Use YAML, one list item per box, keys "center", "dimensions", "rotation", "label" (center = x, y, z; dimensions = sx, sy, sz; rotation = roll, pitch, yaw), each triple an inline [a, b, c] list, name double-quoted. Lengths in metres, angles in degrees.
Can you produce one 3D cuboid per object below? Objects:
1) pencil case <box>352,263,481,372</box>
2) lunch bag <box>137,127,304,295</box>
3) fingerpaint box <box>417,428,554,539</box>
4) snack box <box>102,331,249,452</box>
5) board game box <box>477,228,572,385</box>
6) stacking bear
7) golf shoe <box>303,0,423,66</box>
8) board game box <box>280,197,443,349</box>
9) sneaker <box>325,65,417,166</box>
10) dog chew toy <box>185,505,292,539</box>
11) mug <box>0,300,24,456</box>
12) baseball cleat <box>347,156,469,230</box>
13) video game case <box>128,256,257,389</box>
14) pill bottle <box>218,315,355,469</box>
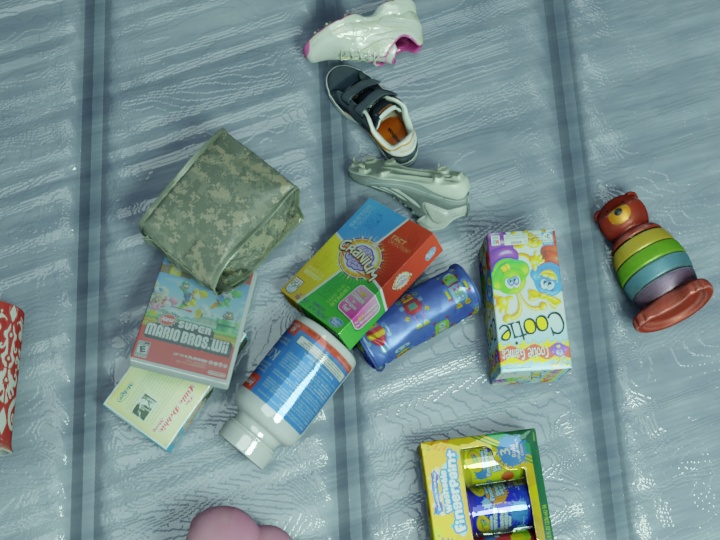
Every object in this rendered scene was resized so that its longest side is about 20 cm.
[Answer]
- center: [0.080, 0.073, 1.389]
  dimensions: [0.198, 0.087, 0.078]
  rotation: [-31, 53, -11]
  label: "pencil case"
- center: [-0.205, -0.074, 1.398]
  dimensions: [0.163, 0.118, 0.200]
  rotation: [37, 71, 17]
  label: "lunch bag"
- center: [0.173, 0.331, 1.320]
  dimensions: [0.164, 0.073, 0.203]
  rotation: [-6, 74, -3]
  label: "fingerpaint box"
- center: [-0.265, 0.146, 1.382]
  dimensions: [0.115, 0.037, 0.201]
  rotation: [33, 76, 9]
  label: "snack box"
- center: [0.234, 0.055, 1.383]
  dimensions: [0.101, 0.105, 0.203]
  rotation: [-4, 74, -1]
  label: "board game box"
- center: [0.418, -0.022, 1.408]
  dimensions: [0.121, 0.113, 0.202]
  rotation: [-34, 64, 20]
  label: "stacking bear"
- center: [0.008, -0.361, 1.513]
  dimensions: [0.198, 0.075, 0.093]
  rotation: [-22, 79, -6]
  label: "golf shoe"
- center: [0.000, 0.000, 1.387]
  dimensions: [0.200, 0.040, 0.152]
  rotation: [-46, 45, -12]
  label: "board game box"
- center: [0.020, -0.254, 1.480]
  dimensions: [0.078, 0.080, 0.200]
  rotation: [-40, 77, -10]
  label: "sneaker"
- center: [-0.141, 0.393, 1.278]
  dimensions: [0.197, 0.125, 0.126]
  rotation: [18, 74, -4]
  label: "dog chew toy"
- center: [-0.560, 0.147, 1.332]
  dimensions: [0.174, 0.134, 0.203]
  rotation: [4, 71, -2]
  label: "mug"
- center: [0.070, -0.112, 1.445]
  dimensions: [0.198, 0.108, 0.070]
  rotation: [12, 34, 29]
  label: "baseball cleat"
- center: [-0.235, 0.066, 1.368]
  dimensions: [0.141, 0.018, 0.202]
  rotation: [14, 51, -5]
  label: "video game case"
- center: [-0.106, 0.173, 1.339]
  dimensions: [0.112, 0.112, 0.201]
  rotation: [36, 76, 9]
  label: "pill bottle"
